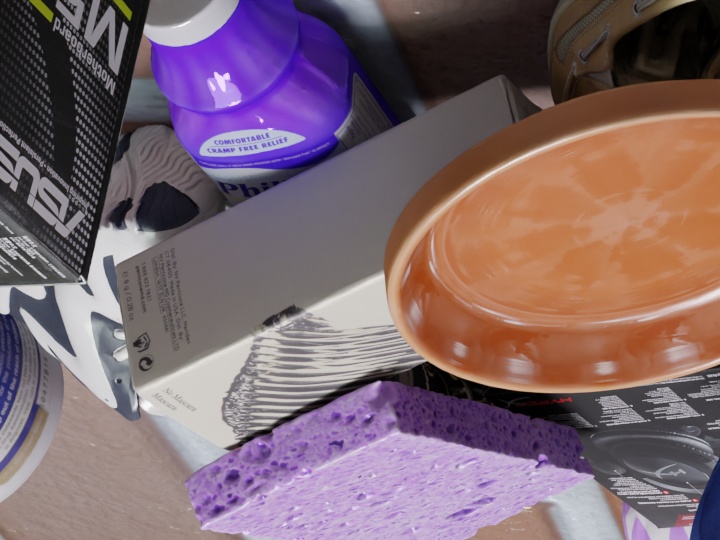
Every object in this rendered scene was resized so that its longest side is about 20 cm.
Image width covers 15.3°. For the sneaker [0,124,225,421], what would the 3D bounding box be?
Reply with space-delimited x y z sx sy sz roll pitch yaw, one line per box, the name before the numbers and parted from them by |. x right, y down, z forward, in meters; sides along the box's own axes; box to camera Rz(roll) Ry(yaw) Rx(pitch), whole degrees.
sneaker | -0.100 0.009 1.282 0.199 0.080 0.130 -18 122 46

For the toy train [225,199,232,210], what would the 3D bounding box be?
toy train | -0.083 -0.002 1.352 0.046 0.034 0.200 19 154 -11

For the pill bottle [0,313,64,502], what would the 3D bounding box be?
pill bottle | -0.260 0.041 1.407 0.119 0.120 0.200 -8 150 33

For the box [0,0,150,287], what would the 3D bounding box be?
box | -0.139 -0.122 0.926 0.047 0.194 0.200 -4 151 25

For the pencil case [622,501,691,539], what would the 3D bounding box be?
pencil case | 0.241 0.126 1.460 0.199 0.084 0.085 -6 -179 33

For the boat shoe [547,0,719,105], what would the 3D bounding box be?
boat shoe | 0.113 -0.084 1.054 0.071 0.076 0.200 9 156 -3

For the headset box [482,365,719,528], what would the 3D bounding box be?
headset box | 0.178 0.063 1.345 0.148 0.077 0.200 -9 150 36

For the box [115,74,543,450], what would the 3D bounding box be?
box | 0.000 0.000 1.143 0.200 0.069 0.082 -26 145 22

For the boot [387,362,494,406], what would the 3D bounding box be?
boot | 0.042 0.069 1.370 0.150 0.073 0.200 15 176 -17

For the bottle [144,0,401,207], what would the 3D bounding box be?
bottle | -0.038 -0.071 1.149 0.083 0.065 0.200 -7 151 19

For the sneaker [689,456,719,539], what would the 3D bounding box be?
sneaker | 0.178 0.037 1.175 0.111 0.200 0.077 32 -178 -30

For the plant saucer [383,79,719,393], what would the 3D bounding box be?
plant saucer | 0.107 -0.015 1.057 0.200 0.032 0.201 -8 148 -5

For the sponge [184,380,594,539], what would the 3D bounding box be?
sponge | 0.018 0.096 1.247 0.111 0.030 0.200 -28 158 23
